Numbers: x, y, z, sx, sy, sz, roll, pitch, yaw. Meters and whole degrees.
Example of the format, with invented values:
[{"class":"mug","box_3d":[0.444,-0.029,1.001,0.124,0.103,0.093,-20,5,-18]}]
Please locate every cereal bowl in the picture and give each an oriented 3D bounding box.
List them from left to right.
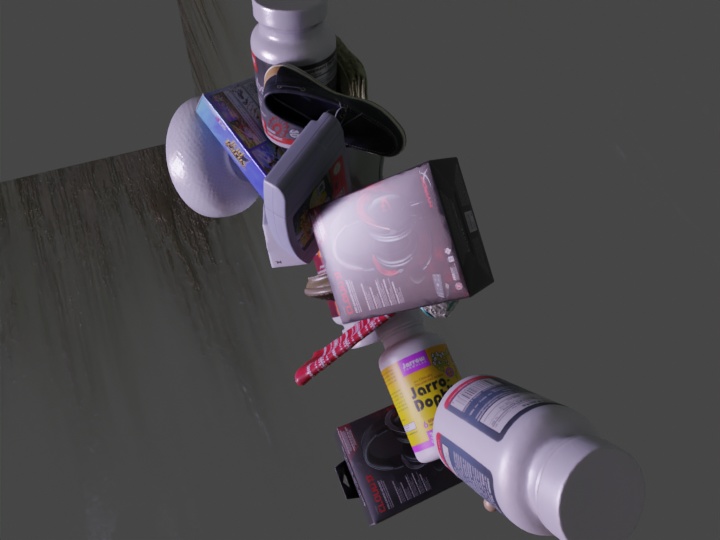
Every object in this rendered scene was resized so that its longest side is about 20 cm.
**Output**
[{"class":"cereal bowl","box_3d":[-0.219,-0.189,0.883,0.083,0.200,0.201,3,117,28]}]

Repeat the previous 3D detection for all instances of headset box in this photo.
[{"class":"headset box","box_3d":[0.035,-0.028,0.625,0.199,0.075,0.150,-15,94,37]},{"class":"headset box","box_3d":[0.059,0.294,0.838,0.077,0.199,0.149,103,146,-61]}]

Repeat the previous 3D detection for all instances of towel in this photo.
[{"class":"towel","box_3d":[-0.034,-0.285,0.822,0.149,0.036,0.200,90,154,-49]},{"class":"towel","box_3d":[-0.002,0.085,0.762,0.023,0.200,0.145,52,-170,1]}]

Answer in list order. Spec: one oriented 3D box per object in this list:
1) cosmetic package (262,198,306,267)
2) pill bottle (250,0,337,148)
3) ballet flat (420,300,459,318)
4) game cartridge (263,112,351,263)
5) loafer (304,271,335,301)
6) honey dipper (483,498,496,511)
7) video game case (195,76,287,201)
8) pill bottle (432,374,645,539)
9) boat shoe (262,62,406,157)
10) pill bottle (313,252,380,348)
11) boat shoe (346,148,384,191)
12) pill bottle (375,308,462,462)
[{"class":"cosmetic package","box_3d":[-0.136,-0.111,0.976,0.201,0.071,0.102,-98,3,-45]},{"class":"pill bottle","box_3d":[-0.089,-0.280,0.734,0.201,0.115,0.116,91,155,-51]},{"class":"ballet flat","box_3d":[0.078,-0.030,0.705,0.201,0.071,0.072,61,160,28]},{"class":"game cartridge","box_3d":[-0.063,-0.090,0.681,0.041,0.133,0.200,34,164,16]},{"class":"loafer","box_3d":[0.000,0.000,0.822,0.076,0.199,0.068,23,-124,-58]},{"class":"honey dipper","box_3d":[0.150,0.262,0.798,0.038,0.038,0.201,111,137,-65]},{"class":"video game case","box_3d":[-0.128,-0.214,0.849,0.200,0.181,0.045,53,138,-2]},{"class":"pill bottle","box_3d":[0.165,0.182,0.522,0.200,0.119,0.120,-170,63,-72]},{"class":"boat shoe","box_3d":[-0.035,-0.192,0.679,0.075,0.199,0.063,-51,19,48]},{"class":"pill bottle","box_3d":[-0.009,0.026,0.925,0.114,0.113,0.201,158,94,-73]},{"class":"boat shoe","box_3d":[0.001,-0.139,0.790,0.060,0.075,0.201,36,142,58]},{"class":"pill bottle","box_3d":[0.091,0.160,0.762,0.104,0.104,0.201,114,135,-66]}]
